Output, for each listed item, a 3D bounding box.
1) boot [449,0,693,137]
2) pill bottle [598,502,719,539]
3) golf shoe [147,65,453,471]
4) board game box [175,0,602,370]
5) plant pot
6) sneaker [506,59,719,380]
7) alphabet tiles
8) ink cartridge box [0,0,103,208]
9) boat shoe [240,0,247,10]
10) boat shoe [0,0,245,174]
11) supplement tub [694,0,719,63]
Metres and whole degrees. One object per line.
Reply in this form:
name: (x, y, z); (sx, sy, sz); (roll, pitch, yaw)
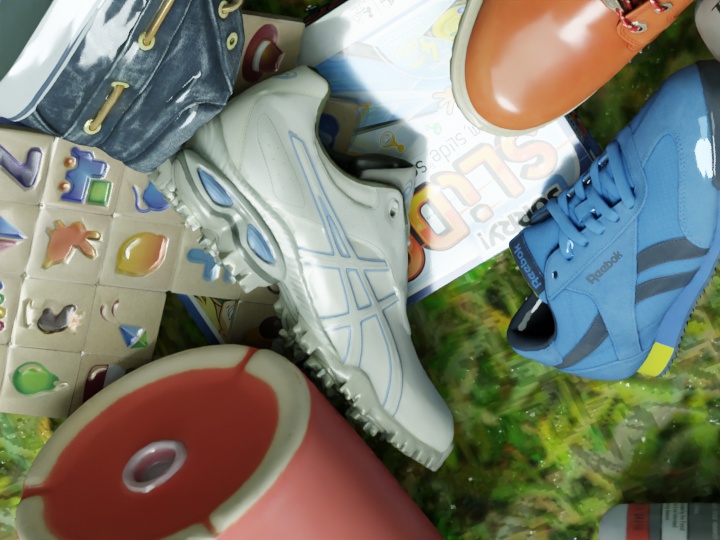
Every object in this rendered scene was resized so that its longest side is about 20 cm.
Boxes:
boot: (0.114, -0.132, 1.226); (0.075, 0.107, 0.200); (40, 99, -12)
pill bottle: (0.209, 0.163, 1.325); (0.199, 0.116, 0.117); (-1, 108, 7)
golf shoe: (0.000, 0.000, 1.280); (0.097, 0.078, 0.200); (-40, 119, -6)
board game box: (-0.004, -0.047, 1.323); (0.199, 0.034, 0.136); (-31, 102, 16)
plant pot: (-0.052, 0.144, 1.283); (0.199, 0.201, 0.178); (-20, 123, 13)
sneaker: (0.110, -0.016, 1.257); (0.078, 0.066, 0.201); (3, 145, -9)
alphabet tiles: (-0.094, -0.023, 1.285); (0.166, 0.008, 0.201); (7, 111, -20)
ink cartridge box: (-0.194, -0.112, 1.302); (0.094, 0.044, 0.201); (-26, 93, 15)
boat shoe: (-0.083, -0.161, 1.265); (0.071, 0.076, 0.201); (27, 106, 24)
boat shoe: (-0.073, -0.132, 1.195); (0.091, 0.071, 0.201); (24, 118, -29)
supplement tub: (0.246, -0.138, 1.215); (0.122, 0.123, 0.200); (41, 109, -7)
